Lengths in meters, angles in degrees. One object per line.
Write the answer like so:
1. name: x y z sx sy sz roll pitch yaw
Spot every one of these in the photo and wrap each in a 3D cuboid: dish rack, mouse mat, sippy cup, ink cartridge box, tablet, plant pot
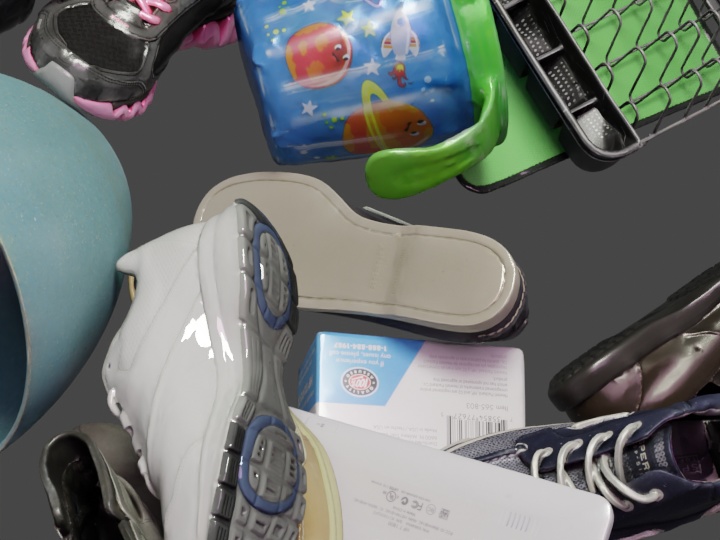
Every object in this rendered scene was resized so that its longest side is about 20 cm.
1. dish rack: 0.175 -0.156 1.072 0.199 0.055 0.154 -27 78 -19
2. mouse mat: 0.113 -0.147 1.088 0.199 0.008 0.162 -23 76 -17
3. sippy cup: 0.001 -0.119 0.990 0.129 0.178 0.141 -14 103 -4
4. ink cartridge box: 0.025 0.141 0.933 0.114 0.068 0.201 5 69 -10
5. tablet: 0.015 0.147 0.855 0.199 0.014 0.131 13 78 33
6. plant pot: -0.193 -0.020 0.897 0.200 0.200 0.135 48 42 8

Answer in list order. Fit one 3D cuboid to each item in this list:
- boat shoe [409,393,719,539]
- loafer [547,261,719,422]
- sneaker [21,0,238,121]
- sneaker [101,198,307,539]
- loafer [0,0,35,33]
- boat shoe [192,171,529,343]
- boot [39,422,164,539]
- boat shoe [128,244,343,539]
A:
1. boat shoe: 0.111 0.100 0.881 0.199 0.093 0.075 -12 74 -18
2. loafer: 0.199 0.043 1.010 0.199 0.073 0.072 -31 89 -15
3. sneaker: -0.108 -0.152 0.957 0.079 0.096 0.200 38 36 1
4. sneaker: -0.075 0.065 0.822 0.087 0.075 0.201 -14 54 19
5. loafer: -0.254 -0.218 1.005 0.070 0.068 0.201 -26 81 -28
6. boat shoe: 0.000 0.000 0.967 0.199 0.063 0.073 15 76 27
7. boot: -0.116 0.114 0.845 0.067 0.131 0.200 -25 45 -6
8. boat shoe: -0.070 0.076 0.885 0.073 0.063 0.201 -36 57 13
